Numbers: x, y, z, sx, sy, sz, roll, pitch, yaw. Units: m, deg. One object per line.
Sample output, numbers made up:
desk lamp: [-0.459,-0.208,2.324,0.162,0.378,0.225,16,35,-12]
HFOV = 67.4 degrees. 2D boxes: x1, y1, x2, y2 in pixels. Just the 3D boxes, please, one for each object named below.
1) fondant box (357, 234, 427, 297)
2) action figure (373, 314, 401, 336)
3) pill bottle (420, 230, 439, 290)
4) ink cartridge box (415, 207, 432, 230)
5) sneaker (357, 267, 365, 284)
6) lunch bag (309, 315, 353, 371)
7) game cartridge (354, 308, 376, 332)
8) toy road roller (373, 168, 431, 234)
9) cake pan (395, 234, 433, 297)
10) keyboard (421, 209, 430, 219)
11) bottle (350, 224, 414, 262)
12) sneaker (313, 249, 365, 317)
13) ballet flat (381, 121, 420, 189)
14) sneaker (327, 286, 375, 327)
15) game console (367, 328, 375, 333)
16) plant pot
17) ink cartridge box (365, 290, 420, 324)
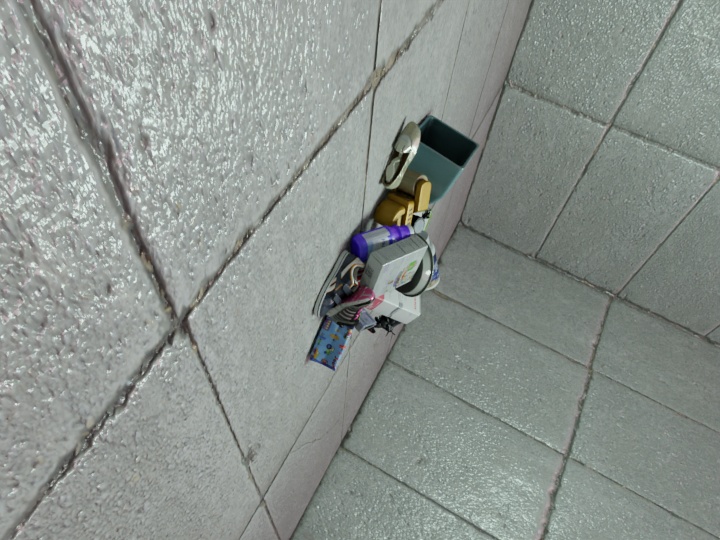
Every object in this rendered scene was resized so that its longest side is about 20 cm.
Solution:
fondant box: [0.094,-0.009,1.577,0.198,0.058,0.146,-22,146,-39]
action figure: [0.096,0.147,1.913,0.102,0.116,0.204,59,21,-63]
pill bottle: [0.214,-0.037,1.904,0.112,0.109,0.203,-54,142,-37]
ink cartridge box: [0.165,-0.172,2.037,0.197,0.076,0.150,-9,128,-44]
sneaker: [0.000,0.000,1.664,0.200,0.070,0.114,-37,153,-61]
lunch bag: [-0.083,0.209,1.732,0.200,0.092,0.153,-65,179,-82]
game cartridge: [-0.016,0.132,1.722,0.038,0.130,0.200,-40,171,9]
toy road roller: [0.123,-0.203,1.668,0.144,0.122,0.204,-14,122,-42]
cake pan: [0.150,-0.017,1.716,0.036,0.200,0.204,1,120,-39]
keyboard: [0.165,-0.192,1.749,0.020,0.129,0.200,-14,157,-40]
bottle: [0.066,-0.087,1.583,0.197,0.065,0.085,-19,136,-26]
sneaker: [-0.057,0.048,1.507,0.203,0.078,0.078,-63,168,-4]
ballet flat: [0.116,-0.325,1.545,0.062,0.067,0.204,-19,133,-59]
sneaker: [-0.017,0.112,1.554,0.198,0.088,0.074,-26,-161,41]
game console: [0.032,0.116,1.929,0.118,0.174,0.200,-35,166,1]
plant pot: [0.237,-0.339,1.753,0.197,0.194,0.202,-51,170,-46]
ink cartridge box: [0.102,0.075,1.823,0.083,0.197,0.149,-38,-142,43]
